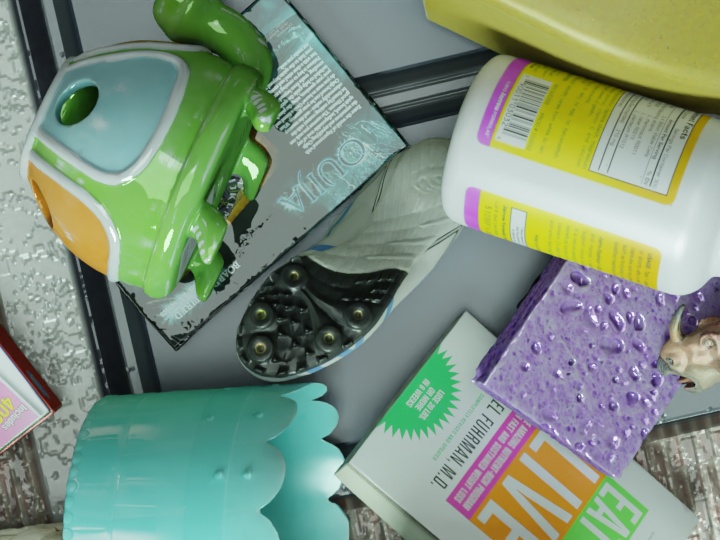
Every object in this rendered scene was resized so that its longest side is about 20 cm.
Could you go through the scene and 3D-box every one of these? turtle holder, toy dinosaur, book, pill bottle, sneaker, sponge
[{"bbox_3d":[-0.120,-0.084,1.274,0.131,0.141,0.187,23,94,1],"label":"turtle holder"},{"bbox_3d":[0.285,0.011,1.304,0.135,0.086,0.200,41,78,-16],"label":"toy dinosaur"},{"bbox_3d":[0.100,0.141,1.341,0.200,0.048,0.134,40,64,-2],"label":"book"},{"bbox_3d":[0.154,-0.049,1.244,0.199,0.104,0.105,19,94,14],"label":"pill bottle"},{"bbox_3d":[0.000,0.000,1.307,0.072,0.073,0.200,40,65,10],"label":"sneaker"},{"bbox_3d":[0.168,0.017,1.323,0.111,0.030,0.201,36,86,-15],"label":"sponge"}]

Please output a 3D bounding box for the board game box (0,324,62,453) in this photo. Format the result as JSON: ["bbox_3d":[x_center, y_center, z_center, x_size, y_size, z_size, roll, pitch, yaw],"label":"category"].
[{"bbox_3d":[-0.310,0.055,1.366,0.153,0.040,0.200,-37,92,3],"label":"board game box"}]

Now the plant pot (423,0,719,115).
[{"bbox_3d":[0.167,-0.193,1.246,0.199,0.194,0.196,33,90,5],"label":"plant pot"}]

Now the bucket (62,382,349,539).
[{"bbox_3d":[-0.089,0.164,1.291,0.134,0.207,0.209,-1,94,11],"label":"bucket"}]

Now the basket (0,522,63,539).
[{"bbox_3d":[-0.259,0.245,1.320,0.198,0.124,0.136,-10,116,1],"label":"basket"}]

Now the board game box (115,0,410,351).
[{"bbox_3d":[-0.085,-0.064,1.359,0.200,0.028,0.135,-40,92,3],"label":"board game box"}]

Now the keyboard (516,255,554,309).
[{"bbox_3d":[0.167,-0.010,1.357,0.104,0.040,0.201,30,88,-19],"label":"keyboard"}]
